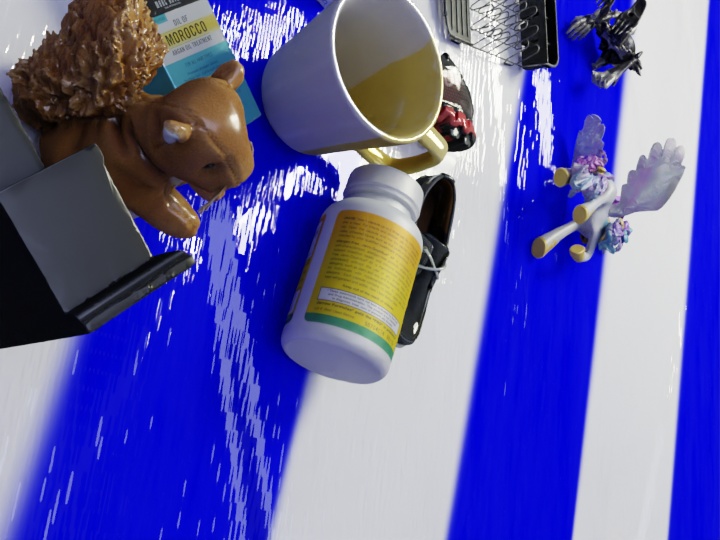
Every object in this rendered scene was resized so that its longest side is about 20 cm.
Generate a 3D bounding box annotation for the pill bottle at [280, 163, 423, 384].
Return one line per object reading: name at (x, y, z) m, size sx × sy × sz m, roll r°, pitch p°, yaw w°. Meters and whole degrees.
pill bottle at (0.000, 0.000, 0.871) m, size 0.112 × 0.112 × 0.203 m, roll 34°, pitch 60°, yaw -33°

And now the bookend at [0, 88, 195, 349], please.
bookend at (-0.240, -0.058, 0.597) m, size 0.092 × 0.197 × 0.203 m, roll -37°, pitch 106°, yaw -38°

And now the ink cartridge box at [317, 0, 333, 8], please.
ink cartridge box at (-0.072, -0.388, 0.920) m, size 0.200 × 0.044 × 0.095 m, roll 43°, pitch 58°, yaw -30°

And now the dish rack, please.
dish rack at (0.183, -0.356, 1.148) m, size 0.198 × 0.054 × 0.157 m, roll 7°, pitch 77°, yaw -42°

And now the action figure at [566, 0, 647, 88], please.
action figure at (0.365, -0.342, 1.286) m, size 0.120 × 0.101 × 0.200 m, roll 59°, pitch 2°, yaw 18°

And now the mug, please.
mug at (-0.014, -0.166, 0.860) m, size 0.149 × 0.152 × 0.190 m, roll -31°, pitch 104°, yaw -42°

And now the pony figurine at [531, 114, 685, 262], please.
pony figurine at (0.330, -0.102, 1.196) m, size 0.198 × 0.165 × 0.196 m, roll -11°, pitch 122°, yaw -47°

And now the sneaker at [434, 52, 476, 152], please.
sneaker at (0.064, -0.215, 0.999) m, size 0.199 × 0.070 × 0.100 m, roll 25°, pitch 66°, yaw -40°

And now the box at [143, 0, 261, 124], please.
box at (-0.172, -0.214, 0.791) m, size 0.082 × 0.049 × 0.203 m, roll -37°, pitch 108°, yaw -41°

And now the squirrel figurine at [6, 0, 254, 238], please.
squirrel figurine at (-0.175, -0.118, 0.676) m, size 0.142 × 0.185 × 0.202 m, roll -47°, pitch 114°, yaw -37°

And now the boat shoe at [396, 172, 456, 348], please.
boat shoe at (0.064, -0.015, 0.967) m, size 0.071 × 0.067 × 0.204 m, roll 28°, pitch 66°, yaw -38°
